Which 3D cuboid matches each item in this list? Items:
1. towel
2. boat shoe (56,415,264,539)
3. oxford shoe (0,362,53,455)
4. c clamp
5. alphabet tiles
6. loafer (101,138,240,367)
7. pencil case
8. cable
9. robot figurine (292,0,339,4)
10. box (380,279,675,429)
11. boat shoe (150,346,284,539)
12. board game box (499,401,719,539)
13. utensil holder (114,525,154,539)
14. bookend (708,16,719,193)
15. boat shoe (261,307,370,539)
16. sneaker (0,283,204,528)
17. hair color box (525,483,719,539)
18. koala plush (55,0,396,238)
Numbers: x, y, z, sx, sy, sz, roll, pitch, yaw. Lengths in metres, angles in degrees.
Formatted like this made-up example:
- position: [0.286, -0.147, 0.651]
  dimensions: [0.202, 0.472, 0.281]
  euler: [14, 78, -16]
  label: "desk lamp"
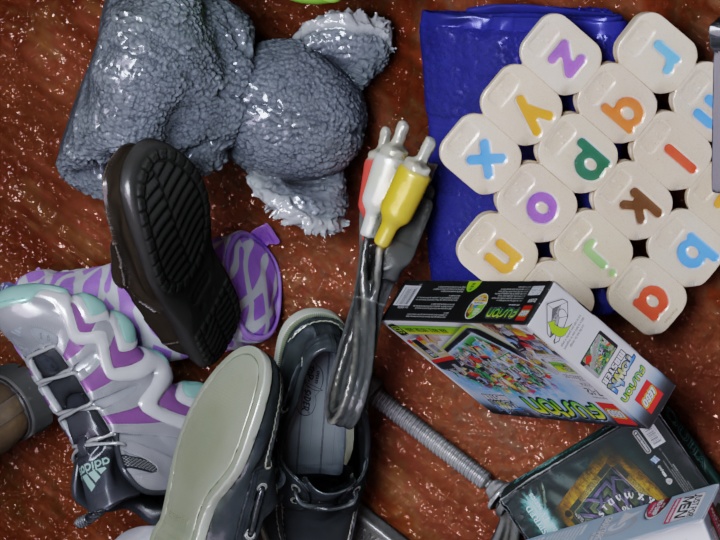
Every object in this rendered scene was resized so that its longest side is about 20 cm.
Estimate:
- position: [0.112, -0.074, 1.684]
  dimensions: [0.147, 0.049, 0.202]
  euler: [6, 105, 30]
  label: "towel"
- position: [-0.142, 0.154, 1.834]
  dimensions: [0.199, 0.073, 0.063]
  euler: [35, 137, 10]
  label: "boat shoe"
- position: [-0.308, 0.123, 1.872]
  dimensions: [0.073, 0.084, 0.200]
  euler: [57, 143, -2]
  label: "oxford shoe"
- position: [0.037, 0.135, 1.774]
  dimensions: [0.200, 0.027, 0.171]
  euler: [42, 115, 10]
  label: "c clamp"
- position: [0.153, -0.060, 1.624]
  dimensions: [0.195, 0.015, 0.200]
  euler: [38, 93, -16]
  label: "alphabet tiles"
- position: [-0.137, -0.010, 1.660]
  dimensions: [0.071, 0.073, 0.201]
  euler: [16, 145, 24]
  label: "loafer"
- position: [-0.152, 0.024, 1.807]
  dimensions: [0.199, 0.086, 0.084]
  euler: [-8, 136, 25]
  label: "pencil case"
- position: [0.000, 0.000, 1.687]
  dimensions: [0.050, 0.097, 0.201]
  euler: [22, 89, -23]
  label: "cable"
- position: [-0.047, -0.247, 1.647]
  dimensions: [0.200, 0.175, 0.116]
  euler: [42, 144, 43]
  label: "robot figurine"
- position: [0.103, 0.051, 1.630]
  dimensions: [0.110, 0.200, 0.035]
  euler: [40, 74, -20]
  label: "box"
- position: [-0.085, 0.149, 1.707]
  dimensions: [0.074, 0.066, 0.201]
  euler: [23, 97, 53]
  label: "boat shoe"
- position: [0.200, 0.197, 1.703]
  dimensions: [0.135, 0.028, 0.201]
  euler: [-33, 94, 27]
  label: "board game box"
- position: [-0.161, 0.301, 1.779]
  dimensions: [0.169, 0.200, 0.171]
  euler: [20, 136, 21]
  label: "utensil holder"
- position: [0.263, -0.060, 1.525]
  dimensions: [0.091, 0.200, 0.200]
  euler: [3, 102, 15]
  label: "bookend"
- position: [-0.027, 0.130, 1.746]
  dimensions: [0.074, 0.066, 0.201]
  euler: [3, 104, -17]
  label: "boat shoe"
- position: [-0.180, 0.107, 1.732]
  dimensions: [0.200, 0.141, 0.078]
  euler: [35, 141, -25]
  label: "sneaker"
- position: [0.157, 0.220, 1.677]
  dimensions: [0.199, 0.061, 0.100]
  euler: [-20, 101, 24]
  label: "hair color box"
- position: [-0.084, -0.113, 1.702]
  dimensions: [0.199, 0.184, 0.179]
  euler: [18, 88, -9]
  label: "koala plush"
